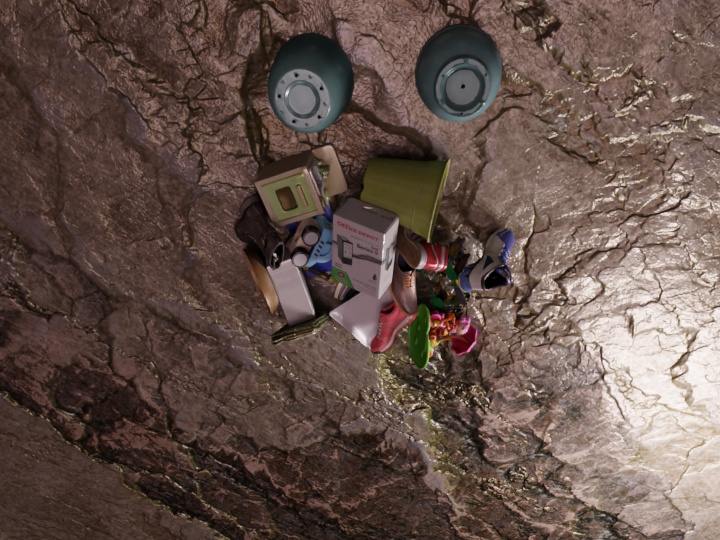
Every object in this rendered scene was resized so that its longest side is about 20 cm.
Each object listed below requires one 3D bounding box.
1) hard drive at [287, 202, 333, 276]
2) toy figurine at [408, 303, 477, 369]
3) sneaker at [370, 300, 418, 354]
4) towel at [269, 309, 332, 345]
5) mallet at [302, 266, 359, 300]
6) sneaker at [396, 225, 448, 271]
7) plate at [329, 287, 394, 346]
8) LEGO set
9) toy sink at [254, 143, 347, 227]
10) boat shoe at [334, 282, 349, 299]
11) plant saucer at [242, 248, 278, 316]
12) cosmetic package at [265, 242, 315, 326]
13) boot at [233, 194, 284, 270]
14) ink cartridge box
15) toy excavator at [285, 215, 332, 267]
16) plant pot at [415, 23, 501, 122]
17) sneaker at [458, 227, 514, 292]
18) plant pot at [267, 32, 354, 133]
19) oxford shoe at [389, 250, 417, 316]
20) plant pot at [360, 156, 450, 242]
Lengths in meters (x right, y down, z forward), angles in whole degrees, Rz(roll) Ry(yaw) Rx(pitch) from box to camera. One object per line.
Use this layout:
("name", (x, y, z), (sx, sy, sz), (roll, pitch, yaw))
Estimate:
("hard drive", (-0.118, -0.087, 1.448), (0.128, 0.026, 0.204), (-13, 120, 13))
("toy figurine", (0.249, 0.175, 1.517), (0.179, 0.151, 0.204), (-4, 126, -15))
("sneaker", (0.076, 0.150, 1.514), (0.086, 0.074, 0.201), (31, 112, -19))
("towel", (-0.165, 0.163, 1.514), (0.145, 0.200, 0.037), (-16, 97, 15))
("mallet", (-0.075, 0.016, 1.479), (0.198, 0.042, 0.066), (32, 120, -29))
("sneaker", (0.153, -0.065, 1.355), (0.110, 0.202, 0.072), (10, 123, -27))
("plate", (0.039, 0.118, 1.536), (0.198, 0.033, 0.199), (-33, 127, 18))
("LEGO set", (0.243, -0.001, 1.442), (0.152, 0.116, 0.202), (-11, 122, 47))
("toy sink", (-0.143, -0.210, 1.322), (0.195, 0.113, 0.133), (-14, 121, 14))
("boat shoe", (0.000, 0.000, 1.431), (0.064, 0.072, 0.202), (34, 94, 6))
("plant saucer", (-0.268, 0.027, 1.454), (0.035, 0.200, 0.204), (-24, 121, -13))
("cosmetic package", (-0.195, 0.038, 1.479), (0.083, 0.108, 0.204), (-19, 122, -2))
("boot", (-0.256, -0.075, 1.362), (0.068, 0.176, 0.201), (-22, 160, -26))
("ink cartridge box", (0.007, -0.053, 1.290), (0.143, 0.084, 0.204), (22, 133, 21))
("toy excavator", (-0.073, -0.088, 1.385), (0.196, 0.101, 0.197), (18, 115, -31))
("plant pot", (0.217, -0.412, 1.150), (0.194, 0.135, 0.205), (2, 122, 3))
("sneaker", (0.350, -0.012, 1.350), (0.200, 0.114, 0.081), (-47, 120, -18))
("plant pot", (-0.117, -0.400, 1.172), (0.194, 0.162, 0.205), (2, 122, 4))
("oxford shoe", (0.117, 0.027, 1.424), (0.070, 0.073, 0.205), (-20, 98, -21))
("plant pot", (0.103, -0.192, 1.285), (0.185, 0.201, 0.204), (16, 124, 10))
